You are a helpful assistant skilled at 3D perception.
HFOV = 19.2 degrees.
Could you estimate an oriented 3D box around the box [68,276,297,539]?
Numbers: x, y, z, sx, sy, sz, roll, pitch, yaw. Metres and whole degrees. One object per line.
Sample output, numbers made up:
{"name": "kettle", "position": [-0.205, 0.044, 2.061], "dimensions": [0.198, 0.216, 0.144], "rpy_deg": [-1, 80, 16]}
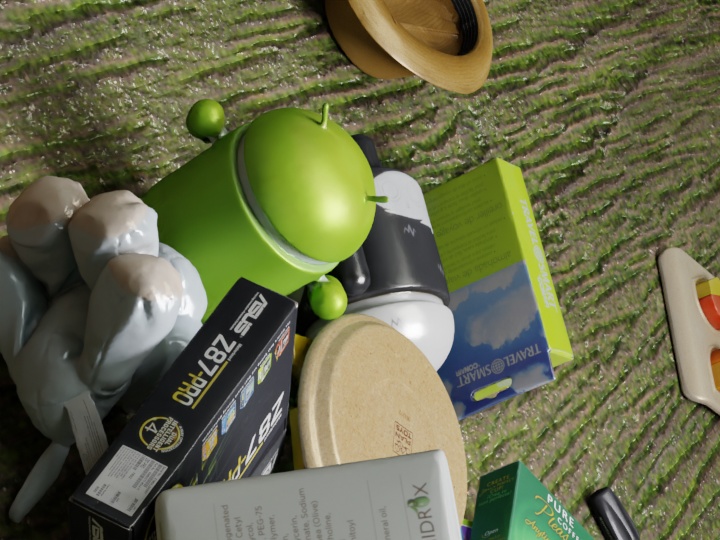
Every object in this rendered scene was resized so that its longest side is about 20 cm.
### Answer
{"name": "box", "position": [-0.108, 0.125, 1.308], "dimensions": [0.049, 0.161, 0.200], "rpy_deg": [24, 49, 13]}

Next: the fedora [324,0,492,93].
{"name": "fedora", "position": [0.032, -0.227, 1.895], "dimensions": [0.201, 0.082, 0.201], "rpy_deg": [30, 45, -35]}

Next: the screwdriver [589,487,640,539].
{"name": "screwdriver", "position": [0.256, 0.284, 1.899], "dimensions": [0.028, 0.029, 0.200], "rpy_deg": [-32, 97, -60]}

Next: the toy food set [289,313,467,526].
{"name": "toy food set", "position": [0.012, 0.123, 1.483], "dimensions": [0.200, 0.049, 0.198], "rpy_deg": [20, 59, -52]}

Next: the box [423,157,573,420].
{"name": "box", "position": [0.099, 0.021, 1.765], "dimensions": [0.048, 0.122, 0.200], "rpy_deg": [17, 53, -52]}

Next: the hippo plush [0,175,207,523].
{"name": "hippo plush", "position": [-0.139, 0.038, 1.357], "dimensions": [0.161, 0.159, 0.200], "rpy_deg": [6, 61, -54]}

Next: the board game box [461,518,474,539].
{"name": "board game box", "position": [0.105, 0.298, 1.635], "dimensions": [0.134, 0.045, 0.200], "rpy_deg": [24, 48, -47]}

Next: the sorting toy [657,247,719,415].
{"name": "sorting toy", "position": [0.392, 0.084, 2.241], "dimensions": [0.200, 0.036, 0.185], "rpy_deg": [29, 44, -43]}

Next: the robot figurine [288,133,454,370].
{"name": "robot figurine", "position": [-0.002, 0.000, 1.632], "dimensions": [0.150, 0.125, 0.200], "rpy_deg": [6, 61, -43]}

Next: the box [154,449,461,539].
{"name": "box", "position": [-0.017, 0.239, 1.233], "dimensions": [0.199, 0.171, 0.200], "rpy_deg": [85, -3, -61]}

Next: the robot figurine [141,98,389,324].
{"name": "robot figurine", "position": [-0.074, -0.036, 1.469], "dimensions": [0.176, 0.200, 0.116], "rpy_deg": [56, 32, -5]}

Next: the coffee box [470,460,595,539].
{"name": "coffee box", "position": [0.129, 0.256, 1.616], "dimensions": [0.123, 0.044, 0.200], "rpy_deg": [45, 35, -28]}
